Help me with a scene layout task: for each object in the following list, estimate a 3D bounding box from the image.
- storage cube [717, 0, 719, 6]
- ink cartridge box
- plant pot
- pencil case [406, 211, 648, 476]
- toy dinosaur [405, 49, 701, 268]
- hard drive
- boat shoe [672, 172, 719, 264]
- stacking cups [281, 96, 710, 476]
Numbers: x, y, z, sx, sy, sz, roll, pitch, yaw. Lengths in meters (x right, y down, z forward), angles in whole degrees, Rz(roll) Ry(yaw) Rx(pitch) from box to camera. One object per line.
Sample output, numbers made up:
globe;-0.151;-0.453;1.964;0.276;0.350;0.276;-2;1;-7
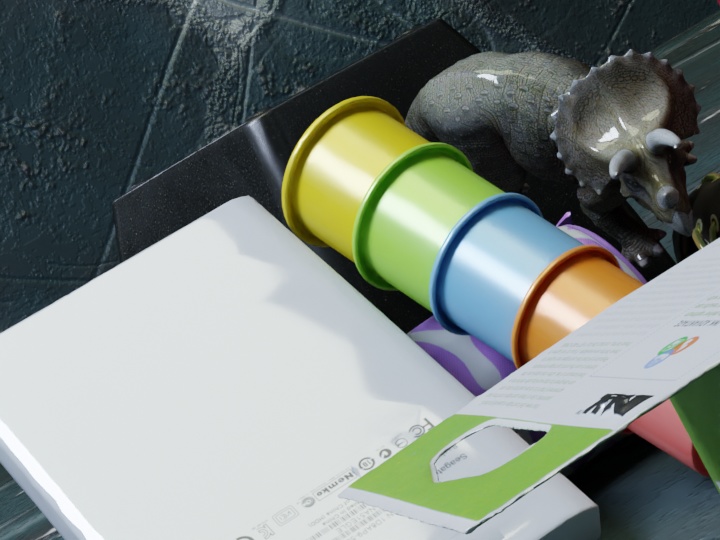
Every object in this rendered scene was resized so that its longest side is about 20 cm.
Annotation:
storage cube;0.236;-0.117;0.828;0.199;0.181;0.171;-30;4;2
ink cartridge box;0.107;0.038;0.566;0.199;0.076;0.148;-31;5;-12
plant pot;0.000;0.000;1.039;0.199;0.178;0.200;-32;4;-39
pencil case;0.021;0.060;0.793;0.199;0.084;0.086;-29;45;-17
toy dinosaur;0.074;-0.057;0.881;0.199;0.102;0.077;19;68;41
hard drive;-0.035;0.061;0.720;0.131;0.027;0.200;-31;47;-20
boat shoe;0.161;-0.011;0.851;0.060;0.072;0.201;-33;-3;2
stacking cups;0.058;0.008;0.740;0.060;0.061;0.200;-31;46;-28
